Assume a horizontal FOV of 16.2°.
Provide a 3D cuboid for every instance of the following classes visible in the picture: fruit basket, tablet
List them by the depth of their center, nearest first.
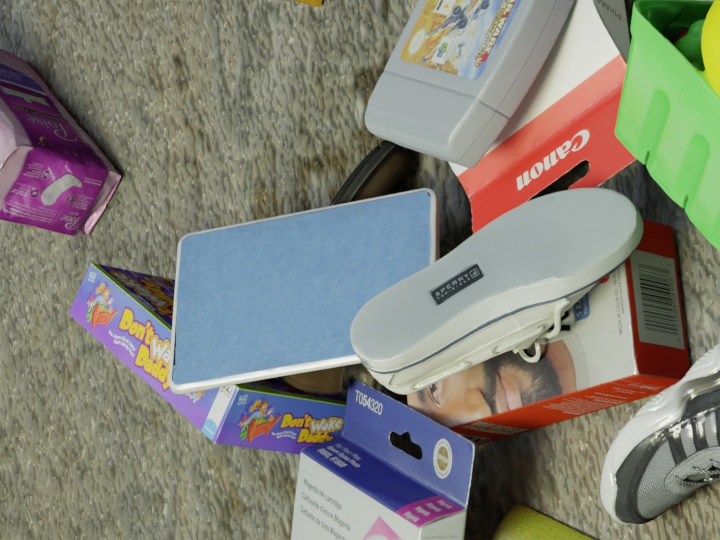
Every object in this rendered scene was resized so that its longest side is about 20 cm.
[{"bbox_3d":[0.259,-0.115,1.526,0.215,0.155,0.217,6,97,53],"label":"fruit basket"},{"bbox_3d":[-0.039,0.014,1.760,0.199,0.014,0.131,-10,57,18],"label":"tablet"}]

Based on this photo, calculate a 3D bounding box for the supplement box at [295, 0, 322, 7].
[{"bbox_3d":[-0.109,-0.331,1.955,0.200,0.132,0.198,24,98,45],"label":"supplement box"}]

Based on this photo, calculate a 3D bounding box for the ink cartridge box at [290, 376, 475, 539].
[{"bbox_3d":[0.008,0.191,1.730,0.196,0.043,0.201,-157,70,-62],"label":"ink cartridge box"}]

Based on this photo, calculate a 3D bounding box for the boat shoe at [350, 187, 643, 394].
[{"bbox_3d":[0.097,0.024,1.632,0.201,0.086,0.075,-30,51,2],"label":"boat shoe"}]

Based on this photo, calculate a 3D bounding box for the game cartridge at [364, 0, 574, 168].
[{"bbox_3d":[0.085,-0.171,1.717,0.133,0.041,0.201,21,84,61],"label":"game cartridge"}]

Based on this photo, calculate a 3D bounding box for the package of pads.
[{"bbox_3d":[-0.298,-0.117,2.103,0.076,0.120,0.200,-58,48,19],"label":"package of pads"}]

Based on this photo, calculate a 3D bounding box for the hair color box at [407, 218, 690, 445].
[{"bbox_3d":[0.120,0.043,1.697,0.199,0.064,0.112,-21,68,42],"label":"hair color box"}]

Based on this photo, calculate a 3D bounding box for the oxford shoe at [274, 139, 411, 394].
[{"bbox_3d":[0.000,0.000,1.819,0.084,0.073,0.201,23,75,2],"label":"oxford shoe"}]

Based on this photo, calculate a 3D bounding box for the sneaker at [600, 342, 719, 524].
[{"bbox_3d":[0.235,0.115,1.556,0.200,0.075,0.114,-47,50,24],"label":"sneaker"}]

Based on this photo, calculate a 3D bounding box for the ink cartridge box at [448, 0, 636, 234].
[{"bbox_3d":[0.112,-0.121,1.711,0.161,0.050,0.201,-37,36,33],"label":"ink cartridge box"}]

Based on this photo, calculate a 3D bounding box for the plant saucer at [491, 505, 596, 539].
[{"bbox_3d":[0.125,0.275,1.651,0.200,0.048,0.201,22,96,45],"label":"plant saucer"}]

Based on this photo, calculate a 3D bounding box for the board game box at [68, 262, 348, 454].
[{"bbox_3d":[-0.105,0.067,1.863,0.200,0.134,0.045,36,107,42],"label":"board game box"}]
